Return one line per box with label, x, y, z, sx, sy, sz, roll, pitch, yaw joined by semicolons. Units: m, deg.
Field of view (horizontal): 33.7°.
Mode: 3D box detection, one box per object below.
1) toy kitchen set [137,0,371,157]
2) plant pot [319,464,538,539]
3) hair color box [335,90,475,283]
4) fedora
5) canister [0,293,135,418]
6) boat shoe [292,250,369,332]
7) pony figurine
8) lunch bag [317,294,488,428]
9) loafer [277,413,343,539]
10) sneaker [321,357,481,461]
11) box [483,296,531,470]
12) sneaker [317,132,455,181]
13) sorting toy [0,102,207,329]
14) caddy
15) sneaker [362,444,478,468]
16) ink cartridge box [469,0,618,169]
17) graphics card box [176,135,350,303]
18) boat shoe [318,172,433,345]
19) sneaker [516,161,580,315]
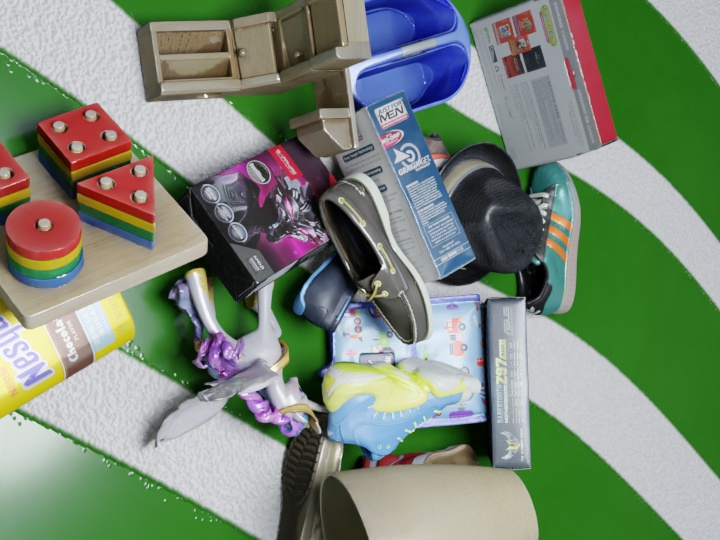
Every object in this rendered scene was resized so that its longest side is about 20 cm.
toy kitchen set;-0.107;-0.199;1.260;0.178;0.199;0.166;-9;91;-33
plant pot;0.080;0.281;1.252;0.197;0.187;0.190;-12;93;-18
hair color box;0.043;-0.086;1.317;0.060;0.100;0.202;-28;97;-31
fedora;0.161;-0.057;1.449;0.199;0.091;0.203;-25;126;-39
canister;-0.337;0.054;1.163;0.199;0.086;0.150;-32;103;-32
boat shoe;0.000;0.000;1.383;0.068;0.084;0.200;39;63;6
pony figurine;-0.133;0.096;1.269;0.191;0.166;0.203;-12;77;-40
lunch bag;0.042;0.111;1.417;0.197;0.094;0.153;-3;87;-20
loafer;-0.049;0.263;1.345;0.068;0.075;0.203;12;89;-33
sneaker;0.041;0.156;1.336;0.197;0.076;0.107;5;101;-26
box;0.178;0.135;1.452;0.050;0.158;0.204;-2;87;3
sneaker;0.022;-0.139;1.433;0.198;0.077;0.083;1;59;-34
sorting toy;-0.280;-0.067;1.146;0.198;0.070;0.199;-25;56;-32
caddy;0.043;-0.257;1.418;0.198;0.104;0.143;-23;100;-32
sneaker;0.068;0.250;1.429;0.199;0.111;0.072;20;62;-62
ink cartridge box;0.246;-0.245;1.509;0.083;0.175;0.203;-22;99;-31
graphics card box;-0.097;-0.061;1.296;0.199;0.051;0.126;-32;86;-47
boat shoe;0.014;-0.003;1.298;0.060;0.071;0.203;-33;101;-40
sneaker;0.236;-0.043;1.550;0.079;0.071;0.204;0;88;-37
